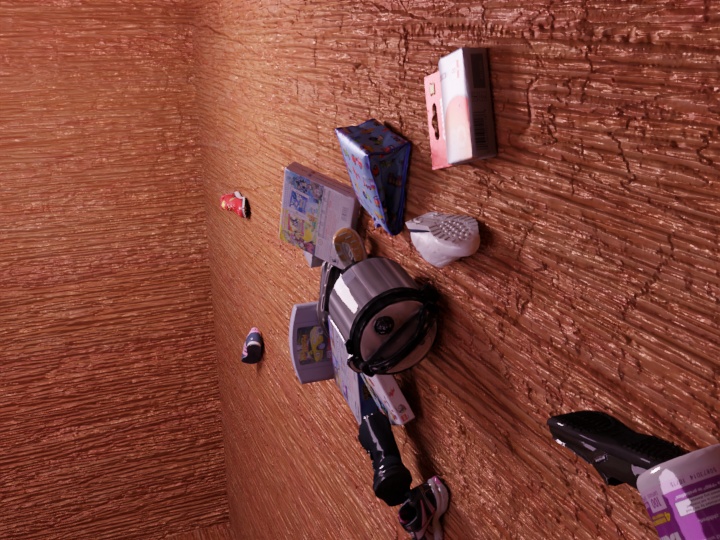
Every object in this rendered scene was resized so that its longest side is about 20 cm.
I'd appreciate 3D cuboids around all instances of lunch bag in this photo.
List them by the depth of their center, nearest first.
[{"bbox_3d":[0.028,-0.170,1.444,0.151,0.093,0.202,-132,30,-51],"label":"lunch bag"}]

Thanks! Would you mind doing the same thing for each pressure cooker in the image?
[{"bbox_3d":[0.044,0.090,1.348,0.200,0.177,0.178,-129,40,-54],"label":"pressure cooker"}]

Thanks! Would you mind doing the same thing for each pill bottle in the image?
[{"bbox_3d":[0.353,0.275,0.701,0.113,0.111,0.202,116,142,-55],"label":"pill bottle"}]

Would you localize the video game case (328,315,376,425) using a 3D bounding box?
[{"bbox_3d":[-0.017,0.226,1.705,0.181,0.045,0.202,-128,28,-52],"label":"video game case"}]

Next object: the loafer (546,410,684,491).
[{"bbox_3d":[0.294,0.222,0.887,0.200,0.072,0.072,-163,69,-67],"label":"loafer"}]

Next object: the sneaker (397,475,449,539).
[{"bbox_3d":[0.110,0.482,1.441,0.080,0.085,0.202,-129,36,-56],"label":"sneaker"}]

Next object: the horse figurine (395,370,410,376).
[{"bbox_3d":[0.045,0.148,1.517,0.200,0.050,0.134,20,129,66],"label":"horse figurine"}]

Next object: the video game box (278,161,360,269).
[{"bbox_3d":[-0.094,-0.123,1.678,0.181,0.047,0.201,24,131,15],"label":"video game box"}]

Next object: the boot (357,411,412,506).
[{"bbox_3d":[0.041,0.353,1.439,0.201,0.076,0.169,73,175,-60],"label":"boot"}]

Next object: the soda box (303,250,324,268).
[{"bbox_3d":[-0.090,-0.105,1.780,0.064,0.068,0.201,-120,31,-44],"label":"soda box"}]

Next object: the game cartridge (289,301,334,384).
[{"bbox_3d":[-0.110,0.178,1.840,0.041,0.132,0.202,-148,53,-72],"label":"game cartridge"}]

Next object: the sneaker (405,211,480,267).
[{"bbox_3d":[0.143,-0.043,1.213,0.200,0.076,0.081,-147,41,-69],"label":"sneaker"}]

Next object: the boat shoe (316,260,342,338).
[{"bbox_3d":[-0.067,0.070,1.786,0.057,0.066,0.202,-151,59,-70],"label":"boat shoe"}]

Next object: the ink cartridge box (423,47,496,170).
[{"bbox_3d":[0.137,-0.248,1.169,0.200,0.050,0.164,-179,82,-66],"label":"ink cartridge box"}]

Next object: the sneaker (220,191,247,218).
[{"bbox_3d":[-0.457,-0.230,2.666,0.200,0.084,0.078,-143,49,-62],"label":"sneaker"}]

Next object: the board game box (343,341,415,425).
[{"bbox_3d":[0.035,0.219,1.511,0.201,0.034,0.126,61,165,4],"label":"board game box"}]

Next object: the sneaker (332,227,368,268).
[{"bbox_3d":[0.000,0.000,1.605,0.088,0.075,0.202,-55,-48,-76],"label":"sneaker"}]

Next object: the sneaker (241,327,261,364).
[{"bbox_3d":[-0.396,0.280,2.735,0.200,0.069,0.083,123,152,-56],"label":"sneaker"}]
